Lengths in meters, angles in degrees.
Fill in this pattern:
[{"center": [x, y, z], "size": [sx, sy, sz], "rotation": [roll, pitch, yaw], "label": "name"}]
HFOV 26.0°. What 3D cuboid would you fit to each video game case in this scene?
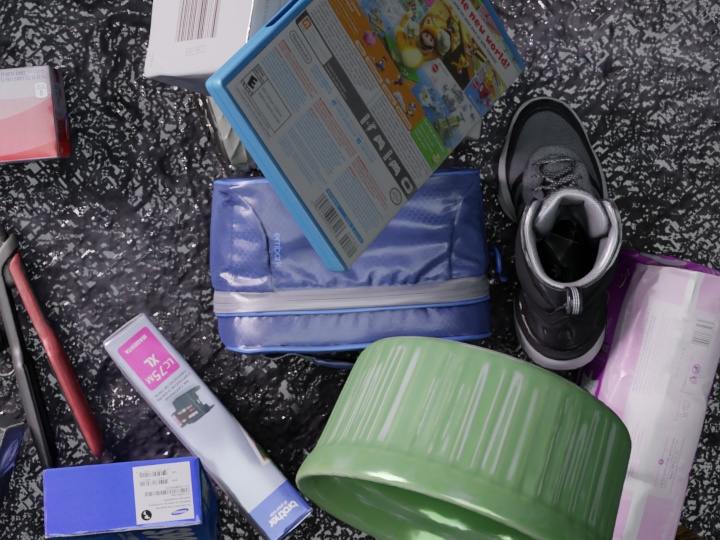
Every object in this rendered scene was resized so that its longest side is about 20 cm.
[{"center": [0.010, -0.118, 0.941], "size": [0.200, 0.018, 0.143], "rotation": [-49, 120, -27], "label": "video game case"}]

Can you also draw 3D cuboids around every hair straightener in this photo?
[{"center": [-0.248, 0.051, 1.077], "size": [0.077, 0.041, 0.200], "rotation": [-22, 100, -1], "label": "hair straightener"}]

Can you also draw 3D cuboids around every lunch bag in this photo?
[{"center": [0.000, 0.000, 1.042], "size": [0.200, 0.136, 0.133], "rotation": [-2, 94, -4], "label": "lunch bag"}]

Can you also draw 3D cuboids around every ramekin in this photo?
[{"center": [0.069, 0.119, 0.960], "size": [0.200, 0.200, 0.098], "rotation": [23, 71, -4], "label": "ramekin"}]

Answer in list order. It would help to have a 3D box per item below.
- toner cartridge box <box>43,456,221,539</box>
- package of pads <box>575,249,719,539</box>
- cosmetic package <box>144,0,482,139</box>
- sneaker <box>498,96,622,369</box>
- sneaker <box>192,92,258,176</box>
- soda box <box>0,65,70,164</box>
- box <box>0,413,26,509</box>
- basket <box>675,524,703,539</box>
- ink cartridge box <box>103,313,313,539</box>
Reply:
[{"center": [-0.142, 0.160, 1.012], "size": [0.095, 0.200, 0.043], "rotation": [-4, 74, -2], "label": "toner cartridge box"}, {"center": [0.190, 0.088, 1.066], "size": [0.076, 0.121, 0.200], "rotation": [13, 93, -6], "label": "package of pads"}, {"center": [-0.022, -0.139, 0.995], "size": [0.200, 0.113, 0.081], "rotation": [11, 85, -42], "label": "cosmetic package"}, {"center": [0.135, -0.044, 1.029], "size": [0.075, 0.114, 0.200], "rotation": [-1, 66, 0], "label": "sneaker"}, {"center": [-0.085, -0.171, 1.067], "size": [0.086, 0.078, 0.200], "rotation": [-19, 102, -14], "label": "sneaker"}, {"center": [-0.301, -0.098, 1.052], "size": [0.200, 0.070, 0.064], "rotation": [-6, 95, -3], "label": "soda box"}, {"center": [-0.348, 0.149, 1.062], "size": [0.200, 0.044, 0.160], "rotation": [17, 92, 6], "label": "box"}, {"center": [0.156, 0.272, 1.065], "size": [0.200, 0.143, 0.149], "rotation": [-9, 93, -2], "label": "basket"}, {"center": [-0.089, 0.122, 1.035], "size": [0.042, 0.119, 0.200], "rotation": [-38, 83, -9], "label": "ink cartridge box"}]
